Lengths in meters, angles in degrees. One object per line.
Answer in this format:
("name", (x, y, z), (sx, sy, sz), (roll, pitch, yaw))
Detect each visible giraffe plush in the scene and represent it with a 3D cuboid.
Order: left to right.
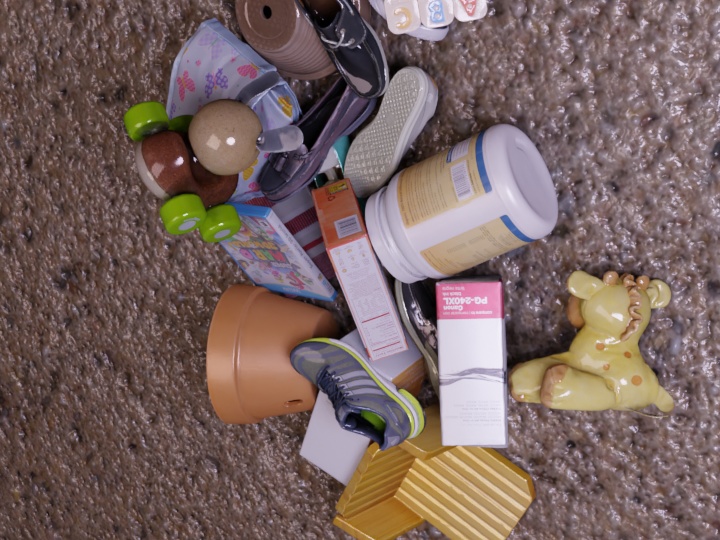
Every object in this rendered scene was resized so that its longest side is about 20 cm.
("giraffe plush", (0.285, 0.082, 1.413), (0.200, 0.172, 0.163), (3, 89, 45))

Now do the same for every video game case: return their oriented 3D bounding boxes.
("video game case", (-0.133, -0.027, 1.632), (0.143, 0.018, 0.200), (9, 151, 35))

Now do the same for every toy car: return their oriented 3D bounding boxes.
("toy car", (-0.163, -0.156, 1.468), (0.200, 0.158, 0.165), (-30, 73, 20))

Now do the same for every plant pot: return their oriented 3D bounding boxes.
("plant pot", (-0.115, 0.121, 1.683), (0.140, 0.200, 0.201), (2, 110, 18))
("plant pot", (-0.093, -0.339, 1.533), (0.200, 0.093, 0.201), (13, 115, 30))

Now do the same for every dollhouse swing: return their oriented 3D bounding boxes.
("dollhouse swing", (0.102, 0.316, 1.624), (0.176, 0.182, 0.200), (45, 128, 25))

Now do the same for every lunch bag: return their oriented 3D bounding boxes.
("lunch bag", (-0.168, -0.214, 1.606), (0.170, 0.127, 0.200), (40, 134, 30))

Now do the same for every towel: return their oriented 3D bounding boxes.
("towel", (-0.102, -0.070, 1.694), (0.144, 0.023, 0.200), (-28, 90, 41))

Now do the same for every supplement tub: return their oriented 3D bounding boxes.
("supplement tub", (0.121, -0.076, 1.438), (0.200, 0.145, 0.145), (-23, 94, 29))

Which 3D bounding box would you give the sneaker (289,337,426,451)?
("sneaker", (-0.013, 0.156, 1.524), (0.200, 0.081, 0.074), (32, 123, 19))

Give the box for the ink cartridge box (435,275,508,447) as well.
("ink cartridge box", (0.139, 0.109, 1.474), (0.083, 0.145, 0.201), (-1, 92, 6))

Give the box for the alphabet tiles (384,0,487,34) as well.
("alphabet tiles", (0.074, -0.381, 1.383), (0.199, 0.015, 0.196), (-10, 105, 5))

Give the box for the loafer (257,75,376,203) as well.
("loafer", (-0.067, -0.176, 1.543), (0.200, 0.063, 0.072), (-46, 57, 6))

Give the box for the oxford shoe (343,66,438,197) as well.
("oxford shoe", (0.042, -0.174, 1.523), (0.075, 0.058, 0.200), (45, 124, 23))

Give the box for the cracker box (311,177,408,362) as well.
("cracker box", (0.000, 0.000, 1.535), (0.058, 0.134, 0.200), (-19, 128, 2))

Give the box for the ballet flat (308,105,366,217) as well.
("ballet flat", (-0.038, -0.122, 1.595), (0.067, 0.070, 0.200), (-13, 100, 41))

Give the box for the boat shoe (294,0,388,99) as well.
("boat shoe", (-0.031, -0.293, 1.447), (0.072, 0.068, 0.200), (-16, 113, 30))

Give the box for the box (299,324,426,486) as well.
("box", (0.009, 0.179, 1.649), (0.097, 0.124, 0.200), (31, 124, 20))

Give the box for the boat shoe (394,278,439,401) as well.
("boat shoe", (0.109, 0.087, 1.582), (0.066, 0.072, 0.201), (-20, 97, 28))

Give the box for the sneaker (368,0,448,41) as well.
("sneaker", (0.049, -0.374, 1.428), (0.200, 0.075, 0.114), (48, 128, 10))
